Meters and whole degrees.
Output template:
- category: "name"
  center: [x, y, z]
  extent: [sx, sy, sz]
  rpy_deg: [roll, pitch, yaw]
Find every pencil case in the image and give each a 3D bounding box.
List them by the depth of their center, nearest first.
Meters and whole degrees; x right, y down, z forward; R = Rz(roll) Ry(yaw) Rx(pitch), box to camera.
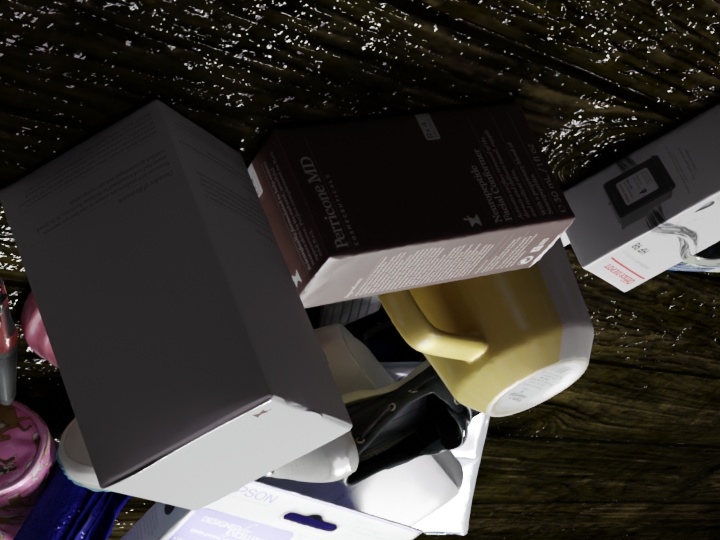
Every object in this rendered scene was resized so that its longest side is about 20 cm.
- category: "pencil case"
  center: [-0.273, 0.162, 1.416]
  extent: [0.087, 0.083, 0.200]
  rpy_deg: [-58, 169, -21]

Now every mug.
- category: "mug"
  center: [0.081, 0.027, 1.339]
  extent: [0.186, 0.153, 0.149]
  rpy_deg: [-17, 158, -25]

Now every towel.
- category: "towel"
  center: [-0.207, 0.183, 1.424]
  extent: [0.200, 0.050, 0.148]
  rpy_deg: [-58, 168, -20]

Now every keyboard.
- category: "keyboard"
  center: [0.000, 0.000, 1.402]
  extent: [0.056, 0.011, 0.200]
  rpy_deg: [-18, 159, -14]

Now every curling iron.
- category: "curling iron"
  center: [-0.252, 0.052, 1.241]
  extent: [0.050, 0.026, 0.200]
  rpy_deg: [-56, 174, -21]

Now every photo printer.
- category: "photo printer"
  center: [-0.034, 0.142, 1.459]
  extent: [0.166, 0.069, 0.200]
  rpy_deg: [-32, 123, 8]

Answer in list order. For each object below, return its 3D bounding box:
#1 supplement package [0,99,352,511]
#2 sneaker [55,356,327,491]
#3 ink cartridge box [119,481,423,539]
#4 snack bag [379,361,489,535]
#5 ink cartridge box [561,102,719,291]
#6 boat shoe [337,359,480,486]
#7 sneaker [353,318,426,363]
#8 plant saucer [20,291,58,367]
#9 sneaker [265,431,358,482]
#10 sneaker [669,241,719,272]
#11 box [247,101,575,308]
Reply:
- category: "supplement package"
  center: [-0.111, 0.024, 1.084]
  extent: [0.120, 0.200, 0.121]
  rpy_deg: [-29, 158, 13]
- category: "sneaker"
  center: [-0.124, 0.083, 1.265]
  extent: [0.200, 0.077, 0.081]
  rpy_deg: [-27, 147, -1]
- category: "ink cartridge box"
  center: [-0.087, 0.224, 1.413]
  extent: [0.198, 0.043, 0.200]
  rpy_deg: [23, 125, -38]
- category: "snack bag"
  center: [0.015, 0.157, 1.538]
  extent: [0.188, 0.021, 0.200]
  rpy_deg: [0, 126, -13]
- category: "ink cartridge box"
  center: [0.232, -0.046, 1.450]
  extent: [0.200, 0.067, 0.116]
  rpy_deg: [-30, 159, 17]
- category: "boat shoe"
  center: [0.050, 0.112, 1.384]
  extent: [0.199, 0.066, 0.075]
  rpy_deg: [-14, 129, -30]
- category: "sneaker"
  center: [0.072, 0.069, 1.558]
  extent: [0.200, 0.070, 0.078]
  rpy_deg: [-11, 163, -25]
- category: "plant saucer"
  center: [-0.134, 0.025, 1.271]
  extent: [0.200, 0.051, 0.201]
  rpy_deg: [-19, 159, -8]
- category: "sneaker"
  center: [-0.092, 0.119, 1.321]
  extent: [0.080, 0.200, 0.076]
  rpy_deg: [-36, 130, -45]
- category: "sneaker"
  center: [0.342, -0.039, 1.597]
  extent: [0.200, 0.077, 0.085]
  rpy_deg: [-6, 164, -21]
- category: "box"
  center: [0.031, -0.046, 1.204]
  extent: [0.200, 0.100, 0.075]
  rpy_deg: [-11, 156, -31]
